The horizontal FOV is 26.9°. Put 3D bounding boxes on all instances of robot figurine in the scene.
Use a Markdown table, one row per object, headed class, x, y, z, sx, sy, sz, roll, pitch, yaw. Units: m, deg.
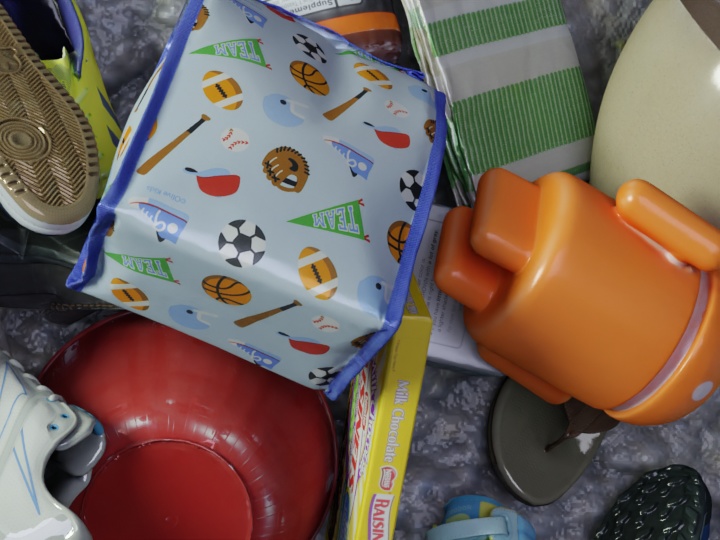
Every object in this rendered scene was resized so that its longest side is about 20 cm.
| class | x | y | z | sx | sy | sz | roll | pitch | yaw |
| --- | --- | --- | --- | --- | --- | --- | --- | --- | --- |
| robot figurine | 0.142 | 0.018 | 0.893 | 0.200 | 0.117 | 0.144 | 29 | 94 | -15 |

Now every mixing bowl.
| class | x | y | z | sx | sy | sz | roll | pitch | yaw |
| --- | --- | --- | --- | --- | --- | --- | --- | --- | --- |
| mixing bowl | -0.110 | 0.126 | 0.878 | 0.200 | 0.108 | 0.201 | -1 | 101 | -4 |

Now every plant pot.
| class | x | y | z | sx | sy | sz | roll | pitch | yaw |
| --- | --- | --- | --- | --- | --- | --- | --- | --- | --- |
| plant pot | 0.226 | -0.071 | 0.966 | 0.200 | 0.200 | 0.134 | 41 | 113 | -6 |

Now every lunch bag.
| class | x | y | z | sx | sy | sz | roll | pitch | yaw |
| --- | --- | --- | --- | --- | --- | --- | --- | --- | --- |
| lunch bag | -0.048 | -0.055 | 0.835 | 0.170 | 0.124 | 0.200 | 23 | 57 | -12 |

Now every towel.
| class | x | y | z | sx | sy | sz | roll | pitch | yaw |
| --- | --- | --- | --- | --- | --- | --- | --- | --- | --- |
| towel | 0.087 | -0.141 | 0.973 | 0.152 | 0.023 | 0.200 | -21 | 93 | -43 |

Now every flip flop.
| class | x | y | z | sx | sy | sz | roll | pitch | yaw |
| --- | --- | --- | --- | --- | --- | --- | --- | --- | --- |
| flip flop | 0.159 | 0.068 | 0.991 | 0.200 | 0.058 | 0.081 | -45 | 95 | -12 |

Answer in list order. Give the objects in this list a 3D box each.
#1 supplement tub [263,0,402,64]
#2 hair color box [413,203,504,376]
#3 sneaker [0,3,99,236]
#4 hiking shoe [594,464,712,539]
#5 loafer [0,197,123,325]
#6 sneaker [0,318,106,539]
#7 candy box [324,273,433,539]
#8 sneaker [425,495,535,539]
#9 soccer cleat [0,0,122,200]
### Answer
| class | x | y | z | sx | sy | sz | roll | pitch | yaw |
| --- | --- | --- | --- | --- | --- | --- | --- | --- | --- |
| supplement tub | -0.036 | -0.177 | 0.947 | 0.107 | 0.107 | 0.200 | -15 | 89 | -12 |
| hair color box | 0.000 | 0.000 | 0.963 | 0.200 | 0.061 | 0.099 | 13 | 84 | -11 |
| sneaker | -0.218 | -0.071 | 0.878 | 0.070 | 0.109 | 0.200 | -10 | 53 | -38 |
| hiking shoe | 0.191 | 0.227 | 0.988 | 0.087 | 0.074 | 0.200 | 42 | 61 | -44 |
| loafer | -0.171 | -0.002 | 0.899 | 0.200 | 0.073 | 0.072 | 13 | 125 | 17 |
| sneaker | -0.183 | 0.086 | 0.819 | 0.087 | 0.075 | 0.200 | -20 | 51 | 1 |
| candy box | 0.009 | 0.099 | 0.896 | 0.026 | 0.102 | 0.200 | 5 | 110 | -12 |
| sneaker | 0.057 | 0.206 | 0.912 | 0.079 | 0.200 | 0.131 | -17 | 80 | 25 |
| soccer cleat | -0.181 | -0.098 | 0.921 | 0.065 | 0.084 | 0.200 | -21 | 91 | -13 |
